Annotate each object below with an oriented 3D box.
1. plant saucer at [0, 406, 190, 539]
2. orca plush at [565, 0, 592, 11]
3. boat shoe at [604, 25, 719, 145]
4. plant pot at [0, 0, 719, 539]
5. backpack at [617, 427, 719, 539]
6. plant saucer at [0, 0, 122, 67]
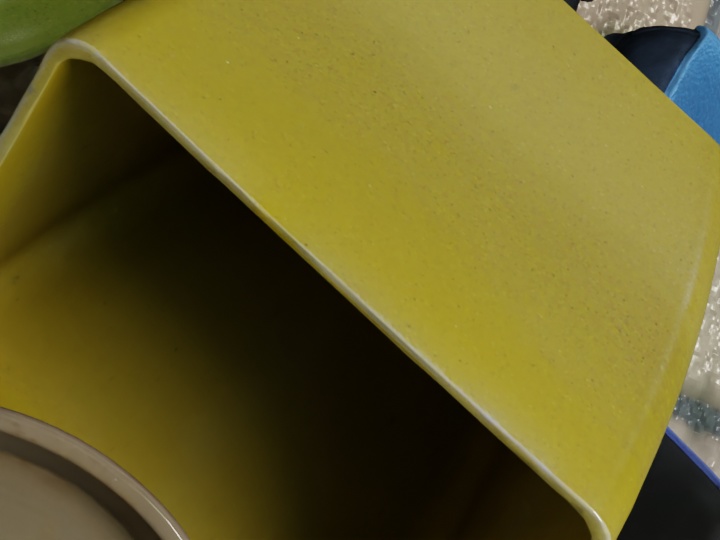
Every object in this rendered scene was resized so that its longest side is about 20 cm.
[{"bbox_3d":[-0.136,0.136,0.705,0.200,0.029,0.201,0,95,-3],"label":"plant saucer"},{"bbox_3d":[0.095,-0.159,0.875,0.105,0.071,0.200,48,67,-31],"label":"orca plush"},{"bbox_3d":[0.080,-0.008,0.889,0.200,0.069,0.084,-53,132,-20],"label":"boat shoe"},{"bbox_3d":[0.000,0.000,0.722,0.200,0.200,0.176,43,52,0],"label":"plant pot"},{"bbox_3d":[0.104,0.177,0.863,0.147,0.183,0.200,-26,117,-11],"label":"backpack"},{"bbox_3d":[-0.138,-0.164,0.721,0.200,0.031,0.201,-5,97,-38],"label":"plant saucer"}]
